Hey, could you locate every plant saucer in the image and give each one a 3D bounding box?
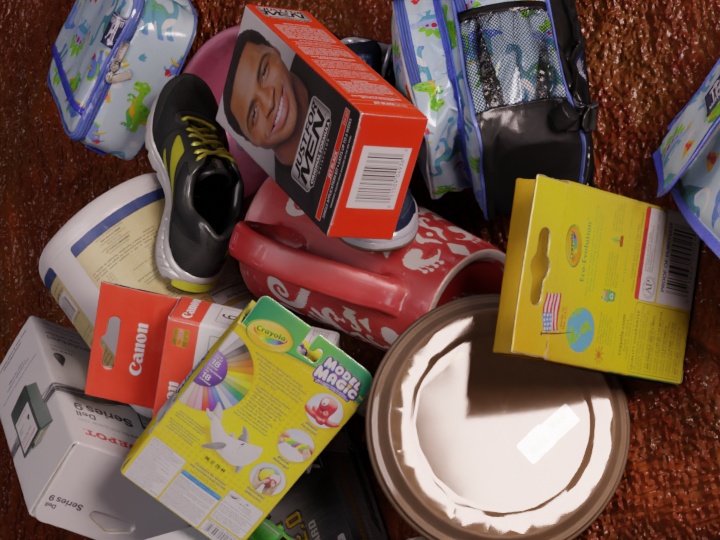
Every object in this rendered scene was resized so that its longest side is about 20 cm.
[{"bbox_3d":[0.103,0.113,1.586,0.029,0.199,0.201,110,159,-76],"label":"plant saucer"}]

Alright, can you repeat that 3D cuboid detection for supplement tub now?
[{"bbox_3d":[-0.165,0.034,1.831,0.144,0.144,0.200,-42,79,29],"label":"supplement tub"}]

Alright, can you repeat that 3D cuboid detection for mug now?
[{"bbox_3d":[0.002,0.009,1.704,0.199,0.177,0.134,27,134,38],"label":"mug"}]

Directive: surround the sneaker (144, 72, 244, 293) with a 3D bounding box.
[{"bbox_3d":[-0.126,-0.083,1.777,0.085,0.074,0.201,-44,46,50],"label":"sneaker"}]

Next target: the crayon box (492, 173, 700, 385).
[{"bbox_3d":[0.161,0.007,1.526,0.051,0.199,0.128,5,85,43],"label":"crayon box"}]

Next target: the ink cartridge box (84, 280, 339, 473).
[{"bbox_3d":[-0.124,0.084,1.717,0.199,0.050,0.110,13,113,4],"label":"ink cartridge box"}]

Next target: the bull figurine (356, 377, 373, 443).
[{"bbox_3d":[0.052,0.144,1.664,0.065,0.122,0.200,-30,72,-9],"label":"bull figurine"}]

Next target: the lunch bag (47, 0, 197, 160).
[{"bbox_3d":[-0.221,-0.199,1.960,0.161,0.082,0.200,-62,24,18],"label":"lunch bag"}]

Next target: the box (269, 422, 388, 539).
[{"bbox_3d":[-0.051,0.235,1.781,0.158,0.048,0.201,-37,59,31],"label":"box"}]

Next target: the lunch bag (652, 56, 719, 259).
[{"bbox_3d":[0.297,-0.091,1.483,0.170,0.127,0.200,-57,37,21],"label":"lunch bag"}]

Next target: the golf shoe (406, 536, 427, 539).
[{"bbox_3d":[-0.014,0.257,1.661,0.200,0.078,0.097,-49,49,24],"label":"golf shoe"}]

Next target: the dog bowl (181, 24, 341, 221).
[{"bbox_3d":[-0.089,-0.124,1.871,0.199,0.074,0.201,-11,74,41],"label":"dog bowl"}]

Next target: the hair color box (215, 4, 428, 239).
[{"bbox_3d":[-0.032,-0.112,1.600,0.200,0.061,0.102,46,126,50],"label":"hair color box"}]

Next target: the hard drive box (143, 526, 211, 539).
[{"bbox_3d":[-0.144,0.325,1.760,0.200,0.076,0.156,107,144,-57],"label":"hard drive box"}]

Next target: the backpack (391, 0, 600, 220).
[{"bbox_3d":[0.098,-0.157,1.619,0.146,0.183,0.201,-7,68,4],"label":"backpack"}]

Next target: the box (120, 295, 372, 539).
[{"bbox_3d":[-0.085,0.114,1.670,0.117,0.048,0.200,37,117,-7],"label":"box"}]

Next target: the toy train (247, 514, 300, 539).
[{"bbox_3d":[-0.066,0.232,1.690,0.056,0.042,0.200,-52,22,-6],"label":"toy train"}]

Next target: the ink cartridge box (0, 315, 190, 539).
[{"bbox_3d":[-0.224,0.144,1.856,0.084,0.145,0.200,-57,33,18],"label":"ink cartridge box"}]

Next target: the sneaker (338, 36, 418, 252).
[{"bbox_3d":[0.003,-0.105,1.661,0.200,0.070,0.109,-102,8,-55],"label":"sneaker"}]
